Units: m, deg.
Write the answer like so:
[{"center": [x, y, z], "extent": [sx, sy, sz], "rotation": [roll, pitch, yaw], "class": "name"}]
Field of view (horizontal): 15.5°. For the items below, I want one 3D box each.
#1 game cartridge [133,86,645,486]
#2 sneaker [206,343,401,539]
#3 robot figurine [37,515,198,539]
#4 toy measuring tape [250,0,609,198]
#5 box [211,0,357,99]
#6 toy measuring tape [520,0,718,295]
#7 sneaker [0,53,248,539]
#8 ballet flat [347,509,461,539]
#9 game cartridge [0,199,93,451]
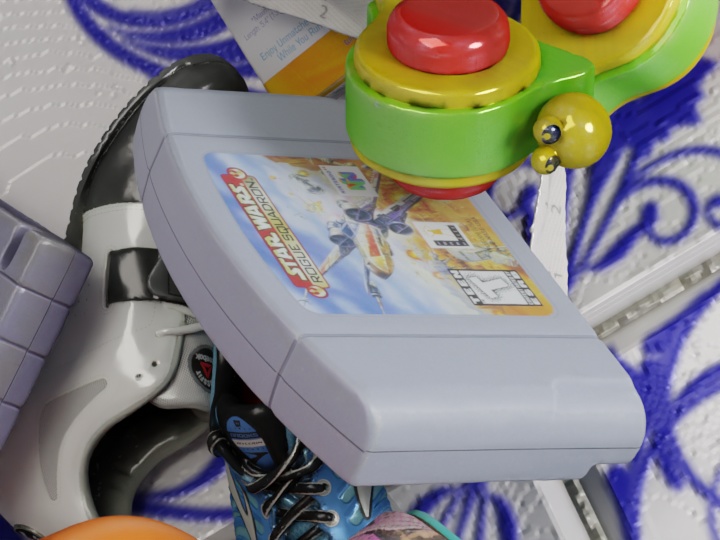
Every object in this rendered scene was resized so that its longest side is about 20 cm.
[{"center": [0.000, 0.000, 0.938], "extent": [0.200, 0.133, 0.042], "rotation": [55, 129, 43], "class": "game cartridge"}, {"center": [-0.027, 0.080, 0.955], "extent": [0.078, 0.090, 0.200], "rotation": [-20, 61, 18], "class": "sneaker"}, {"center": [-0.107, 0.151, 0.926], "extent": [0.200, 0.144, 0.117], "rotation": [-27, 54, 48], "class": "robot figurine"}, {"center": [-0.001, -0.075, 0.953], "extent": [0.200, 0.074, 0.074], "rotation": [24, 80, 30], "class": "toy measuring tape"}, {"center": [-0.035, -0.172, 1.022], "extent": [0.119, 0.041, 0.200], "rotation": [-34, 84, 42], "class": "box"}, {"center": [0.097, -0.064, 0.976], "extent": [0.073, 0.074, 0.200], "rotation": [-5, 75, 25], "class": "toy measuring tape"}, {"center": [-0.076, 0.017, 1.022], "extent": [0.088, 0.074, 0.200], "rotation": [24, 90, 33], "class": "sneaker"}, {"center": [0.066, 0.151, 0.858], "extent": [0.200, 0.069, 0.071], "rotation": [31, 57, 22], "class": "ballet flat"}, {"center": [-0.182, 0.022, 1.047], "extent": [0.200, 0.038, 0.130], "rotation": [29, 97, 55], "class": "game cartridge"}]
